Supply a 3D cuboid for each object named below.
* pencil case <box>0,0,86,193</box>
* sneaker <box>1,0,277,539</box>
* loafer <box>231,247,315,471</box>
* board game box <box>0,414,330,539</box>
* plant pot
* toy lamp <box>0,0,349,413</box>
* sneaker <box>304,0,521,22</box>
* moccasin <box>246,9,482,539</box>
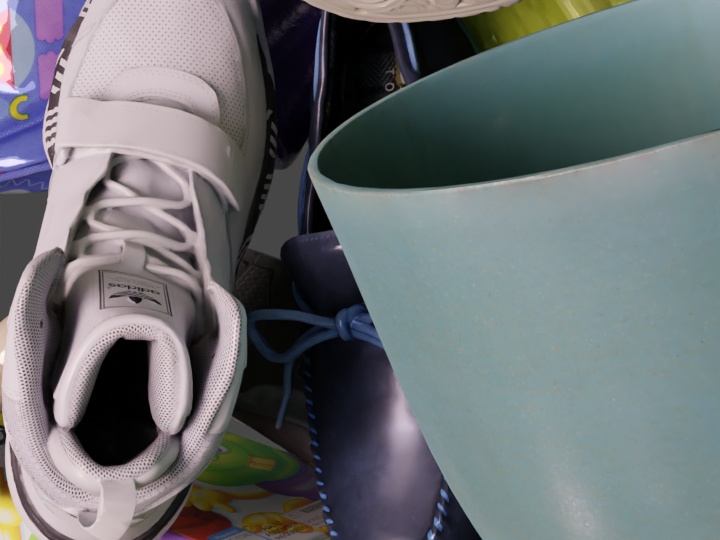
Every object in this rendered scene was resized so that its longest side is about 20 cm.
[{"bbox_3d":[-0.117,-0.123,0.834,0.087,0.078,0.201,-3,96,33],"label":"pencil case"},{"bbox_3d":[-0.062,-0.012,0.705,0.075,0.115,0.201,10,84,-8],"label":"sneaker"},{"bbox_3d":[0.010,0.046,0.801,0.199,0.063,0.072,25,74,25],"label":"loafer"},{"bbox_3d":[-0.095,0.109,0.843,0.199,0.103,0.105,16,106,30],"label":"board game box"},{"bbox_3d":[0.103,0.017,0.651,0.200,0.200,0.162,-7,107,34],"label":"plant pot"},{"bbox_3d":[-0.079,-0.012,0.788,0.058,0.058,0.200,34,78,24],"label":"toy lamp"},{"bbox_3d":[-0.032,-0.143,0.715,0.199,0.077,0.112,5,64,5],"label":"sneaker"},{"bbox_3d":[0.000,0.000,0.743,0.080,0.068,0.201,-15,66,22],"label":"moccasin"}]
